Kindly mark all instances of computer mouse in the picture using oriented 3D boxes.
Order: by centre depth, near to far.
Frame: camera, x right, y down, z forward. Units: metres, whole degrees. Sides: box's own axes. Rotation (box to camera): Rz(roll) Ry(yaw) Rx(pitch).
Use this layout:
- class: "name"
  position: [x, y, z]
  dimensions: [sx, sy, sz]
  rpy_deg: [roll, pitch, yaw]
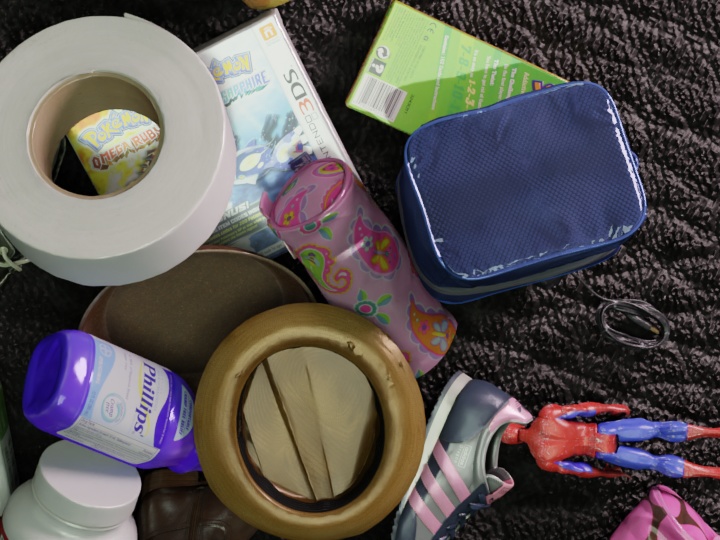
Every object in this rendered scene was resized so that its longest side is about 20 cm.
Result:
- class: "computer mouse"
  position: [0.179, 0.005, 1.671]
  dimensions: [0.200, 0.034, 0.059]
  rpy_deg: [38, 78, -15]

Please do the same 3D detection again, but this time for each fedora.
- class: "fedora"
  position: [-0.041, 0.118, 1.606]
  dimensions: [0.200, 0.082, 0.201]
  rpy_deg: [0, 103, -2]

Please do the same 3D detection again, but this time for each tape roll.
- class: "tape roll"
  position: [-0.197, -0.093, 1.527]
  dimensions: [0.202, 0.071, 0.203]
  rpy_deg: [-1, 71, 4]

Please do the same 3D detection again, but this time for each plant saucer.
- class: "plant saucer"
  position: [-0.134, 0.044, 1.617]
  dimensions: [0.200, 0.037, 0.201]
  rpy_deg: [-8, 136, -8]

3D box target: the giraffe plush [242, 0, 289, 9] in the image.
- class: "giraffe plush"
  position: [-0.042, -0.273, 1.526]
  dimensions: [0.200, 0.162, 0.173]
  rpy_deg: [25, 99, -8]

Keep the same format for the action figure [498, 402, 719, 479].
- class: "action figure"
  position: [0.217, 0.147, 1.691]
  dimensions: [0.199, 0.052, 0.066]
  rpy_deg: [5, 96, 0]

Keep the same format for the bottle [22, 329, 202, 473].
- class: "bottle"
  position: [-0.175, 0.116, 1.592]
  dimensions: [0.200, 0.065, 0.084]
  rpy_deg: [28, 57, -36]

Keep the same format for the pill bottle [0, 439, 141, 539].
- class: "pill bottle"
  position: [-0.249, 0.241, 1.624]
  dimensions: [0.112, 0.112, 0.200]
  rpy_deg: [19, 119, -7]

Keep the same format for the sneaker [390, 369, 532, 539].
- class: "sneaker"
  position: [0.081, 0.191, 1.671]
  dimensions: [0.082, 0.070, 0.200]
  rpy_deg: [21, 102, 16]

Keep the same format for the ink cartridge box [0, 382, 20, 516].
- class: "ink cartridge box"
  position: [-0.392, 0.162, 1.652]
  dimensions: [0.199, 0.059, 0.104]
  rpy_deg: [-8, 104, -1]

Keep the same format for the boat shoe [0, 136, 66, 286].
- class: "boat shoe"
  position: [-0.297, -0.030, 1.601]
  dimensions: [0.064, 0.071, 0.200]
  rpy_deg: [26, 100, 26]

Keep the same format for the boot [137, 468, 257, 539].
- class: "boot"
  position: [-0.101, 0.253, 1.620]
  dimensions: [0.186, 0.200, 0.064]
  rpy_deg: [-6, 137, 6]

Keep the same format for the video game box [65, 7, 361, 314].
- class: "video game box"
  position: [-0.116, -0.089, 1.622]
  dimensions: [0.200, 0.047, 0.183]
  rpy_deg: [-27, 101, 2]

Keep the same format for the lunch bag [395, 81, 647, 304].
- class: "lunch bag"
  position: [0.130, -0.061, 1.568]
  dimensions: [0.199, 0.132, 0.136]
  rpy_deg: [-14, 82, -7]

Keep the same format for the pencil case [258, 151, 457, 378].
- class: "pencil case"
  position: [0.000, 0.000, 1.599]
  dimensions: [0.087, 0.087, 0.200]
  rpy_deg: [-34, 124, 4]

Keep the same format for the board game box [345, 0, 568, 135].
- class: "board game box"
  position: [0.097, -0.139, 1.633]
  dimensions: [0.200, 0.030, 0.096]
  rpy_deg: [25, 100, -6]

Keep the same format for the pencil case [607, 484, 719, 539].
- class: "pencil case"
  position: [0.230, 0.286, 1.703]
  dimensions: [0.094, 0.091, 0.200]
  rpy_deg: [40, 101, 25]
